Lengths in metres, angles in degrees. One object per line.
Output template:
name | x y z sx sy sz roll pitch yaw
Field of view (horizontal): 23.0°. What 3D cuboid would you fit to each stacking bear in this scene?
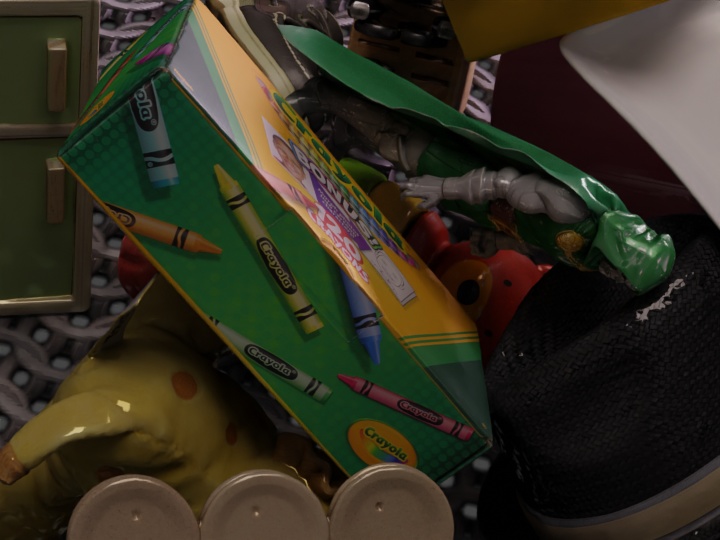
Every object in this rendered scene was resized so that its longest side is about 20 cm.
stacking bear | 0.000 0.000 0.885 0.200 0.114 0.122 21 73 14

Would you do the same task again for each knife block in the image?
knife block | 0.023 -0.101 0.964 0.064 0.200 0.176 15 58 5

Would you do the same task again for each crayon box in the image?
crayon box | -0.030 -0.008 0.726 0.200 0.058 0.119 49 14 -16
crayon box | 0.123 -0.161 0.867 0.126 0.052 0.200 -13 16 38

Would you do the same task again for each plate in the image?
plate | 0.220 -0.083 0.790 0.199 0.032 0.200 -25 45 -7

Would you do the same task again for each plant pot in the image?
plant pot | 0.174 -0.079 0.960 0.179 0.200 0.200 8 41 22

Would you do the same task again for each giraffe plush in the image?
giraffe plush | -0.057 0.091 0.763 0.162 0.200 0.173 42 70 -4

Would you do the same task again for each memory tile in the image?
memory tile | -0.035 0.175 0.674 0.153 0.200 0.017 -2 0 -12

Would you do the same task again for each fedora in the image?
fedora | 0.121 0.041 0.775 0.200 0.092 0.201 -29 23 13

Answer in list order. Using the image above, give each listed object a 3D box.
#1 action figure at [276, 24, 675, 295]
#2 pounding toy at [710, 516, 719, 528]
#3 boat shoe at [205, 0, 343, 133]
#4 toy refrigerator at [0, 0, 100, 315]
action figure | 0.053 -0.038 0.768 0.200 0.118 0.055 27 83 38
pounding toy | 0.249 0.180 0.742 0.184 0.142 0.200 -19 33 -28
boat shoe | -0.043 -0.129 1.002 0.066 0.072 0.201 -23 24 -5
toy refrigerator | -0.169 -0.067 0.862 0.076 0.200 0.070 -2 44 -14
